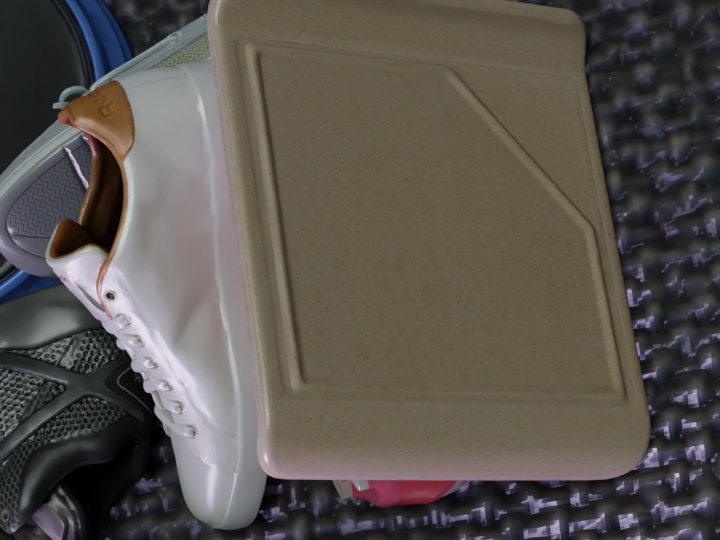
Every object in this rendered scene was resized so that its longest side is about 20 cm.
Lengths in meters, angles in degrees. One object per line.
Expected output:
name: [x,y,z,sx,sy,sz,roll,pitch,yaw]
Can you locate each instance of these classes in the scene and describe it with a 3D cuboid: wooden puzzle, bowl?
wooden puzzle: [0.026,-0.015,0.930,0.037,0.184,0.201,-26,66,54]
bowl: [-0.198,-0.062,1.078,0.200,0.039,0.201,-5,75,19]

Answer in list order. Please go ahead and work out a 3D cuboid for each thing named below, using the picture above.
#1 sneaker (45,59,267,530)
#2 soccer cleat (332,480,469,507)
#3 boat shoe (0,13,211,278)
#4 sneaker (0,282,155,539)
sneaker: [-0.089,0.017,0.963,0.084,0.073,0.201,-12,104,-23]
soccer cleat: [0.000,0.000,0.963,0.076,0.067,0.201,-16,84,-19]
boat shoe: [-0.076,-0.070,1.011,0.202,0.075,0.065,-36,33,-2]
sneaker: [-0.179,0.086,1.014,0.199,0.076,0.115,-17,65,9]
